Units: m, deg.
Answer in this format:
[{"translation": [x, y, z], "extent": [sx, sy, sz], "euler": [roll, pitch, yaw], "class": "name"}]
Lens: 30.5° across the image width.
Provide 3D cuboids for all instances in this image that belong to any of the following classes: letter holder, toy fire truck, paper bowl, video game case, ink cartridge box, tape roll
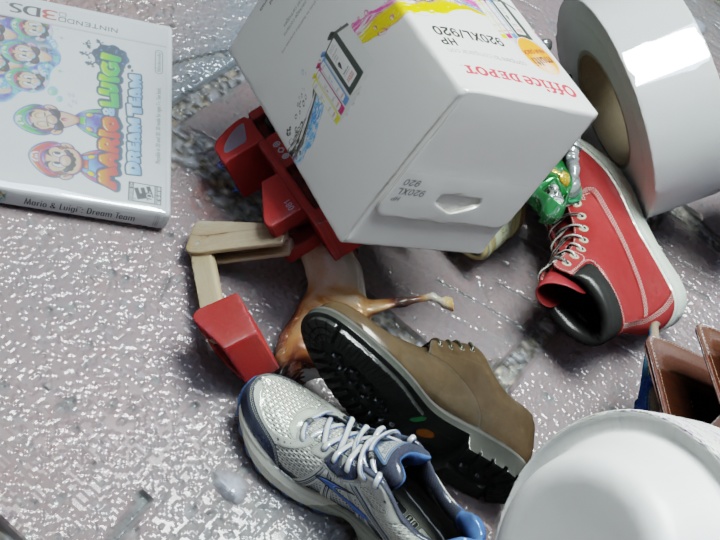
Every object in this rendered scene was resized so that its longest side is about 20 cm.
[{"translation": [0.316, 0.098, 0.941], "extent": [0.200, 0.101, 0.142], "euler": [27, 32, -21], "class": "letter holder"}, {"translation": [-0.075, -0.027, 0.963], "extent": [0.141, 0.049, 0.200], "euler": [-32, 49, -4], "class": "toy fire truck"}, {"translation": [0.162, 0.186, 0.808], "extent": [0.104, 0.201, 0.201], "euler": [14, 47, -41], "class": "paper bowl"}, {"translation": [-0.233, -0.128, 1.003], "extent": [0.182, 0.024, 0.200], "euler": [9, 52, -19], "class": "video game case"}, {"translation": [0.033, -0.133, 0.933], "extent": [0.147, 0.145, 0.200], "euler": [2, 47, -44], "class": "ink cartridge box"}, {"translation": [0.236, -0.148, 1.120], "extent": [0.071, 0.203, 0.203], "euler": [-21, 62, -3], "class": "tape roll"}]

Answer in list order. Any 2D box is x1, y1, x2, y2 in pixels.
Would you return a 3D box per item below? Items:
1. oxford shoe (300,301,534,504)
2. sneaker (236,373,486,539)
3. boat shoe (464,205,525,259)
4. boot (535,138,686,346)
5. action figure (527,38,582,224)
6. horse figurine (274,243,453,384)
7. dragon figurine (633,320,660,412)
[{"translation": [0.042, 0.077, 0.927], "extent": [0.200, 0.073, 0.085], "euler": [39, 53, -20], "class": "oxford shoe"}, {"translation": [0.006, 0.129, 0.876], "extent": [0.200, 0.085, 0.077], "euler": [40, 48, 8], "class": "sneaker"}, {"translation": [0.046, -0.092, 1.076], "extent": [0.200, 0.073, 0.063], "euler": [41, 46, 8], "class": "boat shoe"}, {"translation": [0.167, -0.031, 1.069], "extent": [0.144, 0.072, 0.200], "euler": [-7, 60, -47], "class": "boot"}, {"translation": [0.142, -0.114, 1.076], "extent": [0.118, 0.055, 0.200], "euler": [7, 49, -15], "class": "action figure"}, {"translation": [0.000, 0.000, 0.990], "extent": [0.132, 0.050, 0.200], "euler": [0, 62, -5], "class": "horse figurine"}, {"translation": [0.216, 0.128, 0.987], "extent": [0.059, 0.099, 0.200], "euler": [18, 38, -31], "class": "dragon figurine"}]
